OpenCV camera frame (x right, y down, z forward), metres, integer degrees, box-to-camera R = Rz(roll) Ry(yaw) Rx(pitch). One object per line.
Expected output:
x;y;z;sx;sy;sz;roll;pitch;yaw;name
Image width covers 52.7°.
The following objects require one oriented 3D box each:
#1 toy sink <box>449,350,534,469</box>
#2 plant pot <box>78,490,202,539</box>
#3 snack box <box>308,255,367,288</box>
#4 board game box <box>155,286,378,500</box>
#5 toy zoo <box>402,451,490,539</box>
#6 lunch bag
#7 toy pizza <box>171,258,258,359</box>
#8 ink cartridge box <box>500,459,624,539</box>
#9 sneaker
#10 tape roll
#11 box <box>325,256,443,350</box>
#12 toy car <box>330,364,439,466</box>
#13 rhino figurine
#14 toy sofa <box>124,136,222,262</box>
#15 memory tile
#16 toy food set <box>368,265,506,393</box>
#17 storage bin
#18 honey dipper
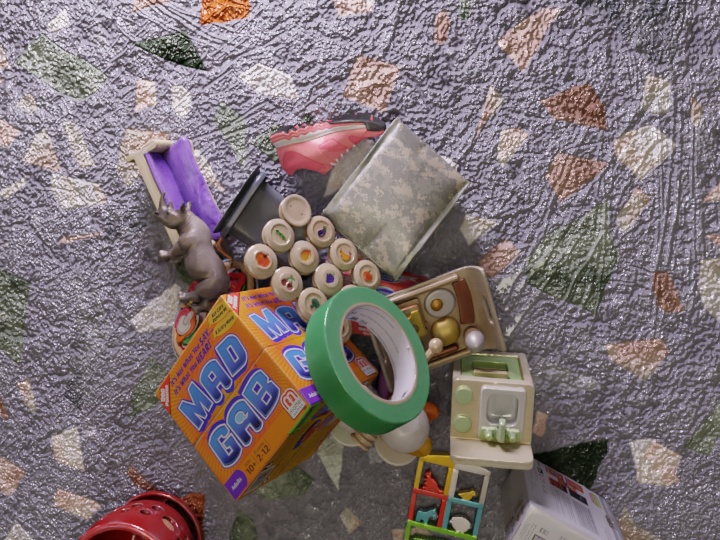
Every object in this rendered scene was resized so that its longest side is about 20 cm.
0.207;0.211;1.159;0.127;0.200;0.115;3;106;8;toy sink
-0.387;0.504;1.294;0.195;0.183;0.206;1;99;8;plant pot
0.000;0.000;1.251;0.199;0.024;0.072;-40;93;11;snack box
-0.135;0.168;1.077;0.200;0.199;0.201;46;113;18;board game box
0.155;0.403;1.289;0.128;0.020;0.205;11;99;6;toy zoo
0.052;-0.105;1.164;0.163;0.118;0.201;40;81;1;lunch bag
-0.252;0.065;1.225;0.199;0.202;0.032;-39;135;12;toy pizza
0.324;0.406;1.174;0.173;0.200;0.085;27;101;4;ink cartridge box
-0.049;-0.209;1.215;0.195;0.074;0.089;-7;111;13;sneaker
0.013;0.123;1.014;0.048;0.200;0.202;-34;93;36;tape roll
0.028;0.050;1.195;0.195;0.100;0.098;14;106;-6;box
0.039;0.228;1.225;0.196;0.176;0.152;20;66;5;toy car
-0.277;-0.036;1.183;0.086;0.060;0.204;-24;90;12;rhino figurine
-0.309;-0.125;1.245;0.096;0.083;0.204;-23;95;11;toy sofa
-0.066;-0.003;1.078;0.199;0.017;0.155;41;58;-13;memory tile
0.116;0.094;1.129;0.196;0.061;0.146;-20;108;1;toy food set
-0.152;-0.067;1.176;0.133;0.200;0.147;35;88;-8;storage bin
0.061;0.186;1.104;0.038;0.038;0.201;40;92;0;honey dipper
